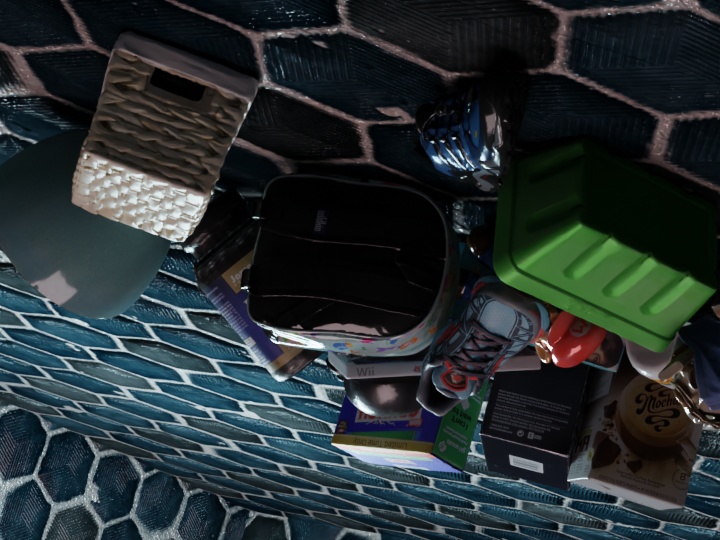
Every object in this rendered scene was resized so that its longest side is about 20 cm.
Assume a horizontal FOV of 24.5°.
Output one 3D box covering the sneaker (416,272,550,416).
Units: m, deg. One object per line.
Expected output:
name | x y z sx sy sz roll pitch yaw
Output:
sneaker | 0.111 0.080 1.553 0.079 0.096 0.200 32 147 0

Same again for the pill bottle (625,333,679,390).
pill bottle | 0.377 0.087 1.691 0.200 0.116 0.116 26 161 -29

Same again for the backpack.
backpack | 0.000 0.000 1.659 0.200 0.178 0.151 3 164 18

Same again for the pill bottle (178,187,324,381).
pill bottle | -0.108 0.013 1.801 0.200 0.112 0.112 50 159 -3

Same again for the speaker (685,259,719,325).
speaker | 0.262 0.019 1.642 0.081 0.081 0.200 25 162 -30

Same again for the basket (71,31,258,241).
basket | -0.188 -0.117 1.542 0.135 0.123 0.200 19 165 -8

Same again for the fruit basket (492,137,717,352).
fruit basket | 0.195 -0.019 1.493 0.215 0.156 0.216 5 148 3

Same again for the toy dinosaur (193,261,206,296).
toy dinosaur | -0.137 0.007 2.002 0.135 0.086 0.200 29 178 -8

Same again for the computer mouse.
computer mouse | 0.033 0.124 1.780 0.138 0.053 0.200 -1 -176 -2

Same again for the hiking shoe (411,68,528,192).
hiking shoe | 0.086 -0.115 1.370 0.087 0.074 0.200 15 164 2

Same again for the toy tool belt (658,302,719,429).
toy tool belt | 0.365 0.061 1.483 0.200 0.125 0.123 -28 159 11

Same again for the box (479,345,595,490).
box | 0.211 0.137 1.900 0.104 0.182 0.200 14 163 11

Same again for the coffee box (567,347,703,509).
coffee box | 0.312 0.148 1.807 0.113 0.200 0.080 17 167 -8

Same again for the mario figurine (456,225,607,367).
mario figurine | 0.159 0.022 1.625 0.106 0.124 0.200 -15 -148 -34

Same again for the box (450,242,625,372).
box | 0.187 0.039 1.761 0.200 0.082 0.049 18 179 -8

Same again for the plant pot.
plant pot | -0.266 -0.070 1.715 0.135 0.200 0.200 -38 134 27

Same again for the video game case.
video game case | 0.074 0.091 1.732 0.200 0.018 0.143 -3 -175 -9

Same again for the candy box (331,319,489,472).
candy box | 0.069 0.134 1.994 0.169 0.200 0.077 -1 157 44
